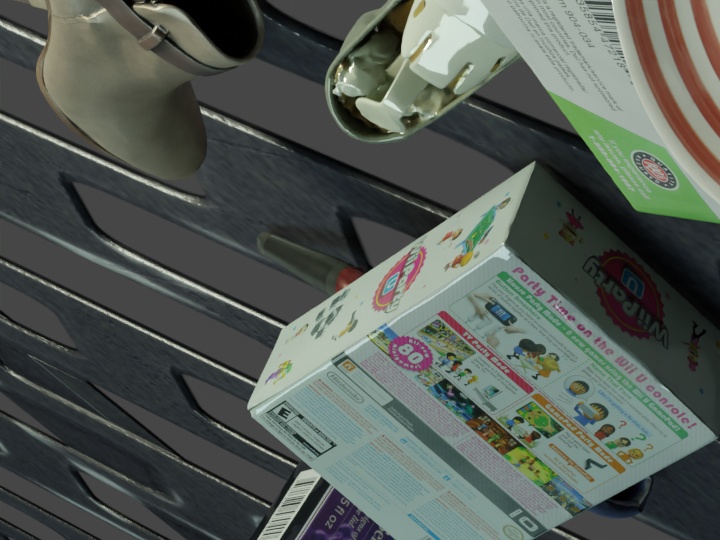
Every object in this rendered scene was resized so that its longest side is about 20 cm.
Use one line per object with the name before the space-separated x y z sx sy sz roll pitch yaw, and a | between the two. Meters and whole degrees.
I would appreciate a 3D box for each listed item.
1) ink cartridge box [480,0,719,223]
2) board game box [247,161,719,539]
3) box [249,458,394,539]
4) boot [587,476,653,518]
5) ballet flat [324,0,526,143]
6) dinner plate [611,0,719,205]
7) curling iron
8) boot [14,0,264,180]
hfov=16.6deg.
ink cartridge box | 0.154 -0.084 0.844 0.199 0.084 0.146 11 149 47
board game box | 0.063 0.055 1.217 0.147 0.064 0.200 41 134 -17
box | 0.027 0.217 1.629 0.200 0.148 0.104 38 159 -13
boot | 0.075 0.081 1.346 0.090 0.073 0.200 4 163 44
ballet flat | 0.037 -0.094 1.032 0.067 0.064 0.200 37 159 -8
dinner plate | 0.151 -0.104 0.712 0.024 0.202 0.200 -2 -171 -41
curling iron | 0.000 0.000 1.343 0.025 0.050 0.200 19 177 -32
boot | -0.099 -0.112 1.199 0.146 0.070 0.200 7 147 47
